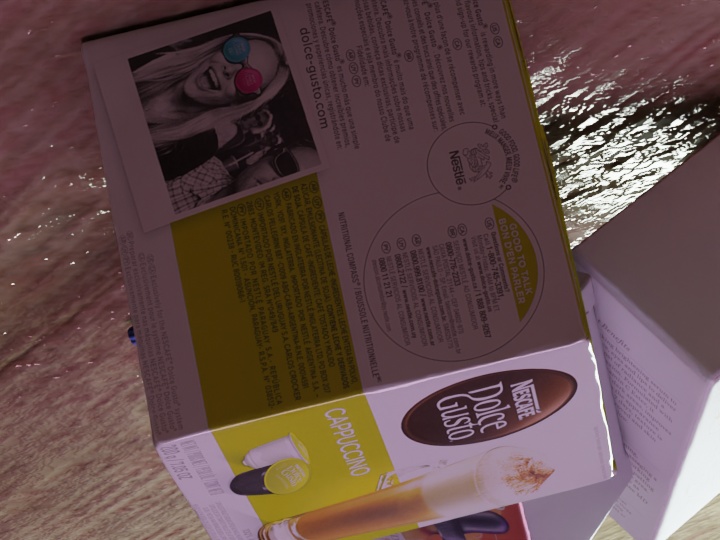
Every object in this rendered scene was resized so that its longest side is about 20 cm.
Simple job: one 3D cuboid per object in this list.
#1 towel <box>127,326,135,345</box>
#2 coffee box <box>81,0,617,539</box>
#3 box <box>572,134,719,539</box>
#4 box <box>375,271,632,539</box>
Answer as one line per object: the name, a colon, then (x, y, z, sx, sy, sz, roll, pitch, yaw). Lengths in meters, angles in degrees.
towel: (-0.028, 0.065, 1.649, 0.200, 0.024, 0.145, 33, 145, -19)
coffee box: (0.000, 0.000, 1.290, 0.197, 0.200, 0.200, -14, 157, 3)
box: (0.191, 0.035, 1.542, 0.152, 0.106, 0.200, -36, 157, -25)
box: (0.027, 0.070, 1.487, 0.200, 0.106, 0.152, 13, 137, 31)
